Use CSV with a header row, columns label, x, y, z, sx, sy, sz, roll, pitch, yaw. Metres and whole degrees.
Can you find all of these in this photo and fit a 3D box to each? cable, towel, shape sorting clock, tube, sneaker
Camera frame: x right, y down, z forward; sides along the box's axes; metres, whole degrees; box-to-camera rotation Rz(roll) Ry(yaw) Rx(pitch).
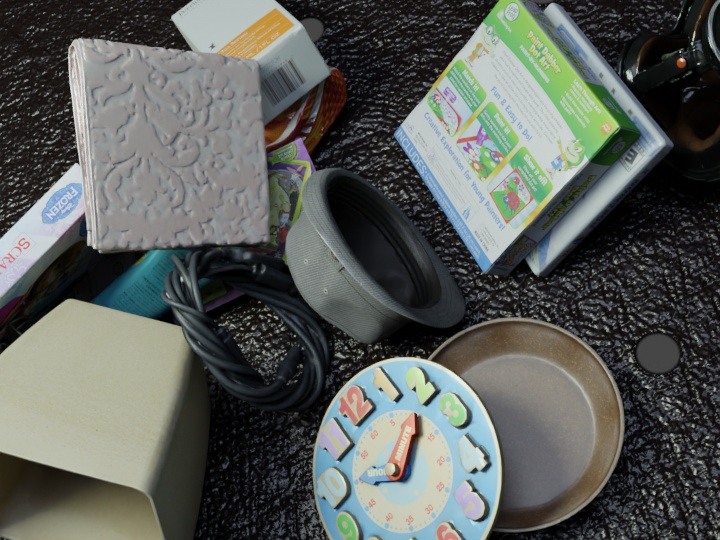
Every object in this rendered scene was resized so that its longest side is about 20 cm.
label,x,y,z,sx,sy,sz,roll,pitch,yaw
cable,-0.110,0.055,1.033,0.051,0.199,0.165,-28,65,30
towel,-0.175,-0.114,1.037,0.032,0.199,0.193,-8,86,49
shape sorting clock,0.036,0.178,0.974,0.198,0.039,0.202,-10,74,36
tube,-0.228,0.032,1.100,0.199,0.077,0.051,-35,44,16
sneaker,-0.092,-0.143,1.197,0.077,0.073,0.201,19,64,44

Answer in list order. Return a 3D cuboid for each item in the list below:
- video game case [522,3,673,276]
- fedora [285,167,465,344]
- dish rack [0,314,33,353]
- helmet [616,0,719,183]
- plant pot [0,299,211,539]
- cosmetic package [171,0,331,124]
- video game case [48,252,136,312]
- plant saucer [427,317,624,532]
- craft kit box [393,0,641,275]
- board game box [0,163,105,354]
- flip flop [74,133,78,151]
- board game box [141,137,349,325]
label,x,y,z,sx,sy,sz,roll,pitch,yaw
video game case,0.185,-0.129,1.081,0.183,0.022,0.201,-49,56,30
fedora,0.000,0.000,1.062,0.090,0.177,0.200,-42,86,26
dish rack,-0.368,0.147,1.022,0.054,0.154,0.200,30,32,11
helmet,0.361,-0.194,1.033,0.190,0.201,0.200,-31,59,-24
plant pot,-0.236,0.146,1.005,0.198,0.201,0.178,12,53,9
cosmetic package,-0.123,-0.249,1.207,0.101,0.071,0.200,-38,41,-3
video game case,-0.337,0.021,1.192,0.198,0.018,0.144,-19,62,3
plant saucer,0.140,0.142,1.005,0.198,0.037,0.202,-6,62,11
craft kit box,0.144,-0.135,1.077,0.198,0.048,0.201,-51,54,32
board game box,-0.321,0.003,1.076,0.041,0.200,0.200,41,79,1
flip flop,-0.253,-0.109,1.216,0.081,0.058,0.201,-30,66,-6
board game box,-0.125,-0.040,1.132,0.198,0.032,0.121,-25,99,0
